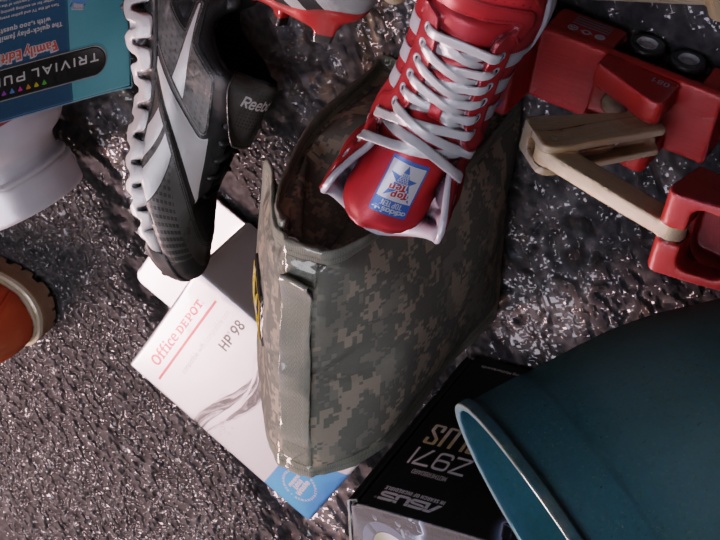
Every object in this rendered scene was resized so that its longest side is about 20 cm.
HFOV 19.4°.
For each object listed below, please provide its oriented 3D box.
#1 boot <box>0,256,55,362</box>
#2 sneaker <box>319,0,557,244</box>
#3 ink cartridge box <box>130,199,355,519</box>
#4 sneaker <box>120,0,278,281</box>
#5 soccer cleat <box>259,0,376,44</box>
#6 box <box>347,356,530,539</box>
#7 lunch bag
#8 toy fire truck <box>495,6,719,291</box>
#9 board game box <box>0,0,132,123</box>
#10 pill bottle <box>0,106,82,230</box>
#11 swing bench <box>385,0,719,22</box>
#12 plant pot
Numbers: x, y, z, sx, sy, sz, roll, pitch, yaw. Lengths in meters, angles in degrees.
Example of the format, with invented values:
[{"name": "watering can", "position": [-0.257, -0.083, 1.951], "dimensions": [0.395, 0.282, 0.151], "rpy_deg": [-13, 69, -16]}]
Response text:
[{"name": "boot", "position": [-0.329, 0.021, 1.497], "dimensions": [0.200, 0.107, 0.075], "rpy_deg": [18, 130, 24]}, {"name": "sneaker", "position": [0.037, -0.086, 1.031], "dimensions": [0.071, 0.113, 0.200], "rpy_deg": [25, 153, 3]}, {"name": "ink cartridge box", "position": [-0.069, 0.054, 1.376], "dimensions": [0.200, 0.067, 0.116], "rpy_deg": [41, 134, 3]}, {"name": "sneaker", "position": [-0.094, -0.090, 1.275], "dimensions": [0.090, 0.066, 0.200], "rpy_deg": [3, 101, 21]}, {"name": "soccer cleat", "position": [-0.082, -0.196, 1.201], "dimensions": [0.200, 0.069, 0.085], "rpy_deg": [18, 117, 1]}, {"name": "box", "position": [0.118, 0.148, 1.254], "dimensions": [0.200, 0.164, 0.086], "rpy_deg": [14, 127, 25]}, {"name": "lunch bag", "position": [0.000, 0.000, 1.205], "dimensions": [0.117, 0.200, 0.164], "rpy_deg": [20, 130, 20]}, {"name": "toy fire truck", "position": [0.130, -0.074, 1.109], "dimensions": [0.200, 0.141, 0.049], "rpy_deg": [24, 128, 17]}, {"name": "board game box", "position": [-0.212, -0.187, 1.238], "dimensions": [0.047, 0.151, 0.200], "rpy_deg": [36, 134, 43]}, {"name": "pill bottle", "position": [-0.262, -0.127, 1.347], "dimensions": [0.112, 0.112, 0.200], "rpy_deg": [-13, 113, 38]}, {"name": "swing bench", "position": [0.075, -0.228, 0.996], "dimensions": [0.199, 0.130, 0.200], "rpy_deg": [6, 155, 31]}, {"name": "plant pot", "position": [0.179, 0.102, 1.060], "dimensions": [0.200, 0.188, 0.200], "rpy_deg": [57, 174, 10]}]
